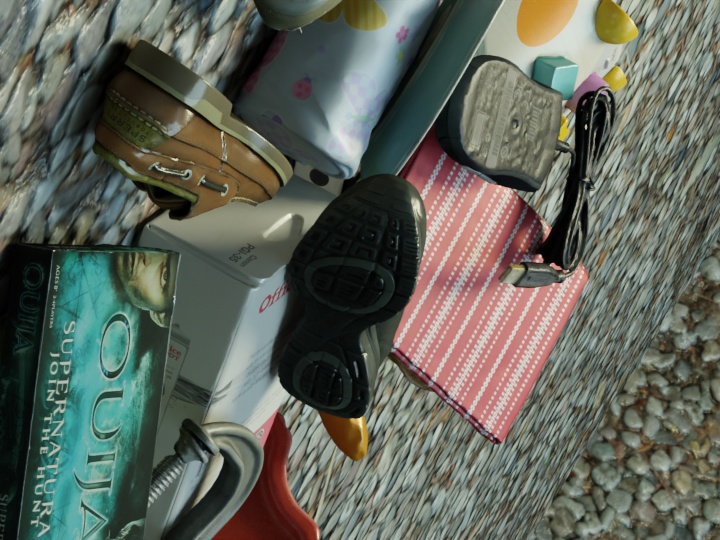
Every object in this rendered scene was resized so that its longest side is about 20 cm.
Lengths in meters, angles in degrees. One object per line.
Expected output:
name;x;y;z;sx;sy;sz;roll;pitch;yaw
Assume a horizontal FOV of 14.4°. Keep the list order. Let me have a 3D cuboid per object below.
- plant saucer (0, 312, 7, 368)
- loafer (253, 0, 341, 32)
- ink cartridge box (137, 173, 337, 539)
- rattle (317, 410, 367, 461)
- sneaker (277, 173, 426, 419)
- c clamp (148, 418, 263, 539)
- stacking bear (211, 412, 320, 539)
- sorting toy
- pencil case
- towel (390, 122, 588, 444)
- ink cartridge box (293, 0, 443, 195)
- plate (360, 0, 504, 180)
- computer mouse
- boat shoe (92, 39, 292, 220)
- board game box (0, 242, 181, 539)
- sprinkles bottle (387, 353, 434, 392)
plant saucer;-0.206;0.110;1.562;0.201;0.031;0.200;-56;165;-22
loafer;-0.005;-0.211;1.609;0.200;0.075;0.070;-50;175;-27
ink cartridge box;-0.093;0.046;1.742;0.146;0.082;0.201;-40;155;-58
rattle;0.021;0.003;1.911;0.200;0.143;0.130;-40;168;-40
sneaker;0.000;0.000;1.697;0.200;0.076;0.091;112;4;-52
c clamp;-0.133;0.156;1.658;0.200;0.027;0.171;-44;152;-15
stacking bear;-0.105;0.186;1.945;0.113;0.122;0.200;-12;161;-15
sorting toy;0.097;-0.105;1.950;0.181;0.106;0.200;-56;170;-12
pencil case;0.005;-0.154;1.706;0.201;0.083;0.091;-61;161;-5
towel;0.065;0.006;1.877;0.200;0.022;0.145;43;69;-39
ink cartridge box;0.021;-0.134;1.906;0.198;0.043;0.201;-48;163;-46
plate;0.045;-0.128;1.769;0.201;0.025;0.200;-59;-175;8
computer mouse;0.091;-0.063;1.841;0.199;0.046;0.142;8;93;-56
boat shoe;-0.098;-0.065;1.550;0.068;0.072;0.200;-56;157;-2
board game box;-0.152;0.086;1.537;0.135;0.028;0.202;0;99;-64
sprinkles bottle;0.030;0.026;2.001;0.069;0.068;0.200;-63;-160;7
